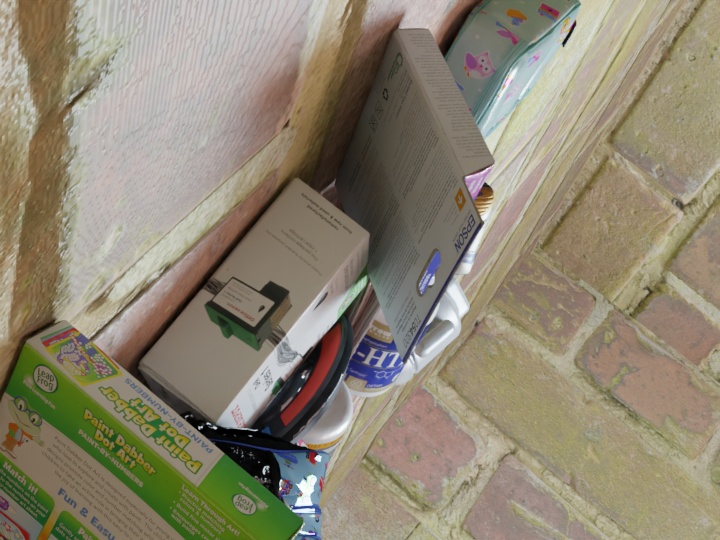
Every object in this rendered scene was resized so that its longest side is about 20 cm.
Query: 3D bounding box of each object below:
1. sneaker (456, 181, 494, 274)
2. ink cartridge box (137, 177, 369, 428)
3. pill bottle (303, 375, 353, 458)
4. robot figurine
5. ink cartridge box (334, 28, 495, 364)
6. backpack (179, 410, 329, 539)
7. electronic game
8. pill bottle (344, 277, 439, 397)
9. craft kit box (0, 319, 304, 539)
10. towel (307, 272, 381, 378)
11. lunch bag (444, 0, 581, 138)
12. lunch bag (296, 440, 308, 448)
[{"bbox_3d":[0.056,-0.063,1.114,0.200,0.074,0.089,-121,-143,-62],"label":"sneaker"},{"bbox_3d":[-0.084,0.043,1.018,0.201,0.084,0.146,-52,170,-14],"label":"ink cartridge box"},{"bbox_3d":[-0.091,0.207,1.452,0.116,0.116,0.201,-43,165,-46],"label":"pill bottle"},{"bbox_3d":[0.065,0.086,1.747,0.200,0.114,0.169,-40,-157,-22],"label":"robot figurine"},{"bbox_3d":[0.047,-0.059,1.008,0.043,0.202,0.197,-7,148,-25],"label":"ink cartridge box"},{"bbox_3d":[-0.117,0.200,0.949,0.181,0.136,0.199,-25,157,32],"label":"backpack"},{"bbox_3d":[-0.086,0.111,1.123,0.199,0.042,0.201,-35,-155,18],"label":"electronic game"},{"bbox_3d":[0.026,0.043,1.432,0.120,0.119,0.201,-41,164,-49],"label":"pill bottle"},{"bbox_3d":[-0.160,0.168,0.764,0.199,0.199,0.048,-58,169,32],"label":"craft kit box"},{"bbox_3d":[0.000,0.000,1.226,0.201,0.032,0.192,-83,-161,-55],"label":"towel"},{"bbox_3d":[0.140,-0.207,1.232,0.200,0.077,0.161,-43,166,-46],"label":"lunch bag"},{"bbox_3d":[-0.121,0.201,1.188,0.177,0.082,0.199,-49,-159,-17],"label":"lunch bag"}]
